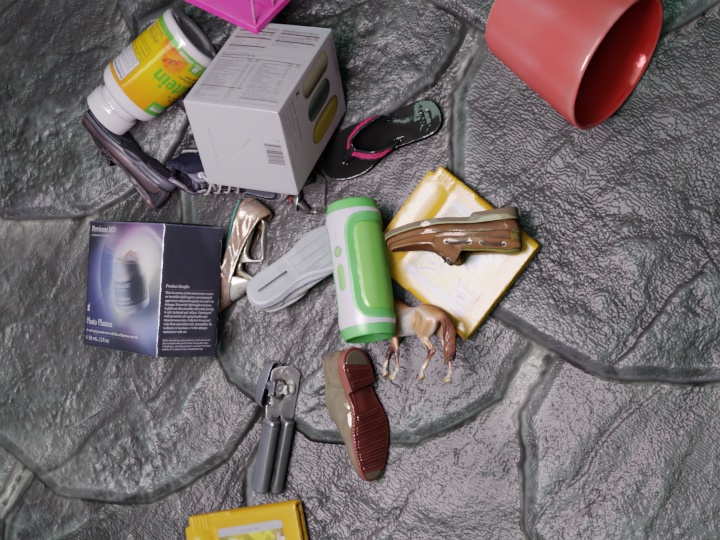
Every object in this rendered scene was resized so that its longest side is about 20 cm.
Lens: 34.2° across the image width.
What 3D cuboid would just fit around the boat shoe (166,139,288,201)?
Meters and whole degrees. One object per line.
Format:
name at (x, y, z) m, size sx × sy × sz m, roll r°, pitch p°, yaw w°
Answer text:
boat shoe at (-0.205, -0.137, 1.784) m, size 0.199 × 0.093 × 0.075 m, roll 22°, pitch 135°, yaw 31°

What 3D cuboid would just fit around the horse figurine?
horse figurine at (0.078, 0.093, 1.697) m, size 0.199 × 0.050 × 0.134 m, roll 0°, pitch 86°, yaw 50°

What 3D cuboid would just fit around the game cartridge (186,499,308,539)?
game cartridge at (-0.170, 0.456, 1.811) m, size 0.199 × 0.032 × 0.178 m, roll -13°, pitch 85°, yaw 19°

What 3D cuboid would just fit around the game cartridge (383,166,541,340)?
game cartridge at (0.134, -0.029, 1.708) m, size 0.200 × 0.032 × 0.177 m, roll 40°, pitch 102°, yaw 15°

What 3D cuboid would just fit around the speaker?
speaker at (0.000, 0.000, 1.691) m, size 0.088 × 0.088 × 0.201 m, roll -12°, pitch 76°, yaw 20°

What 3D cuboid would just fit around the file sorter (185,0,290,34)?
file sorter at (-0.154, -0.476, 1.715) m, size 0.138 × 0.126 × 0.200 m, roll 28°, pitch 59°, yaw 19°

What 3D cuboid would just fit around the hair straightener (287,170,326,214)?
hair straightener at (-0.119, -0.166, 1.797) m, size 0.077 × 0.041 × 0.200 m, roll -46°, pitch 74°, yaw 14°

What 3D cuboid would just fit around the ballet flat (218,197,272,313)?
ballet flat at (-0.185, -0.012, 1.810) m, size 0.067 × 0.068 × 0.201 m, roll 20°, pitch 98°, yaw 12°

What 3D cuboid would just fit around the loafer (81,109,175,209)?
loafer at (-0.383, -0.178, 1.883) m, size 0.200 × 0.072 × 0.063 m, roll 41°, pitch 107°, yaw 13°

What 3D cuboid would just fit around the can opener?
can opener at (-0.137, 0.241, 1.807) m, size 0.067 × 0.053 × 0.201 m, roll 15°, pitch 97°, yaw 52°

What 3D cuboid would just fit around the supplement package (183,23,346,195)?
supplement package at (-0.132, -0.238, 1.695) m, size 0.150 × 0.201 × 0.152 m, roll 9°, pitch 138°, yaw 20°

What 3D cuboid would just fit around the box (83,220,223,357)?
box at (-0.321, 0.025, 1.797) m, size 0.199 × 0.123 × 0.200 m, roll 3°, pitch 90°, yaw 43°

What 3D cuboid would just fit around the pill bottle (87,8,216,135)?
pill bottle at (-0.331, -0.307, 1.840) m, size 0.200 × 0.111 × 0.111 m, roll -38°, pitch 77°, yaw 16°

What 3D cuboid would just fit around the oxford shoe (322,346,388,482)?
oxford shoe at (-0.011, 0.216, 1.754) m, size 0.075 × 0.070 × 0.202 m, roll -11°, pitch 87°, yaw 46°

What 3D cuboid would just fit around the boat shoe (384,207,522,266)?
boat shoe at (0.130, -0.040, 1.657) m, size 0.199 × 0.072 × 0.069 m, roll -10°, pitch 84°, yaw 21°

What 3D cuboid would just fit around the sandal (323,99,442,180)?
sandal at (0.026, -0.199, 1.741) m, size 0.199 × 0.045 × 0.076 m, roll -25°, pitch 81°, yaw 18°

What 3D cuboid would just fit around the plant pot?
plant pot at (0.279, -0.319, 1.580) m, size 0.177 × 0.200 × 0.201 m, roll 36°, pitch 102°, yaw 26°

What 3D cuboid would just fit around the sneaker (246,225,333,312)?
sneaker at (-0.083, -0.006, 1.772) m, size 0.199 × 0.071 × 0.073 m, roll -29°, pitch 75°, yaw -3°
